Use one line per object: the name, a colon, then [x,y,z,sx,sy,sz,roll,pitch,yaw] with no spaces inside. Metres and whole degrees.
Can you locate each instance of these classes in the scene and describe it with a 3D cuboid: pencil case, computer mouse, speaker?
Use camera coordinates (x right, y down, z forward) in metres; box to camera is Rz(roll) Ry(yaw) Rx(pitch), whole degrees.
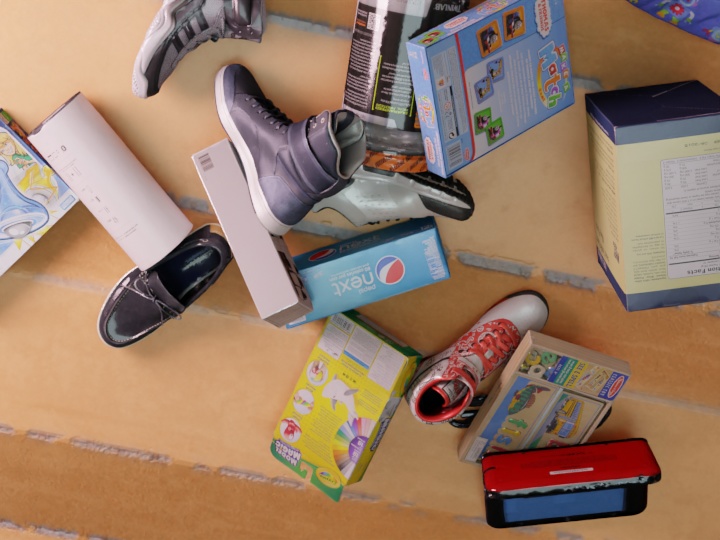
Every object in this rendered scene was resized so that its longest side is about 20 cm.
pencil case: [0.360,-0.304,1.672,0.198,0.087,0.079,23,65,-9]
computer mouse: [0.200,0.164,1.840,0.197,0.034,0.059,0,127,4]
speaker: [-0.279,-0.098,1.723,0.081,0.081,0.200,-37,104,10]

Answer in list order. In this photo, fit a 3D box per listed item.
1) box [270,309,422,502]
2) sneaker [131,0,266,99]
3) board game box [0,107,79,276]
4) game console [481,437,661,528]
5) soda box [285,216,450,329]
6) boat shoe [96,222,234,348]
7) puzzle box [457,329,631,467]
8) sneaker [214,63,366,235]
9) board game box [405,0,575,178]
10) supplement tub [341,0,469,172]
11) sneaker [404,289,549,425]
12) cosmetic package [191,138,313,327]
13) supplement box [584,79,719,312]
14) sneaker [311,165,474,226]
box: [-0.021,0.158,1.796,0.117,0.048,0.202,33,104,23]
sneaker: [-0.167,-0.260,1.678,0.113,0.076,0.201,28,102,-6]
board game box: [-0.432,-0.067,1.753,0.200,0.035,0.135,-43,103,11]
game console: [0.245,0.268,1.793,0.197,0.172,0.120,-7,102,3]
soda box: [0.000,0.000,1.764,0.198,0.068,0.065,-17,106,4]
boat shoe: [-0.227,0.021,1.770,0.199,0.062,0.075,-37,106,11]
puzzle box: [0.212,0.166,1.797,0.132,0.026,0.201,16,126,-15]
sneaker: [-0.072,-0.161,1.659,0.146,0.077,0.204,-34,69,33]
board game box: [0.144,-0.211,1.650,0.199,0.036,0.153,-30,125,-27]
supplement tub: [0.046,-0.216,1.672,0.121,0.123,0.202,9,106,-4]
sneaker: [0.138,0.105,1.777,0.200,0.108,0.068,-33,105,8]
cosmetic package: [-0.117,-0.041,1.700,0.050,0.083,0.202,-25,79,4]
supplement box: [0.330,-0.085,1.676,0.132,0.200,0.202,-7,106,1]
sneaker: [0.031,-0.085,1.743,0.198,0.074,0.081,15,110,3]
